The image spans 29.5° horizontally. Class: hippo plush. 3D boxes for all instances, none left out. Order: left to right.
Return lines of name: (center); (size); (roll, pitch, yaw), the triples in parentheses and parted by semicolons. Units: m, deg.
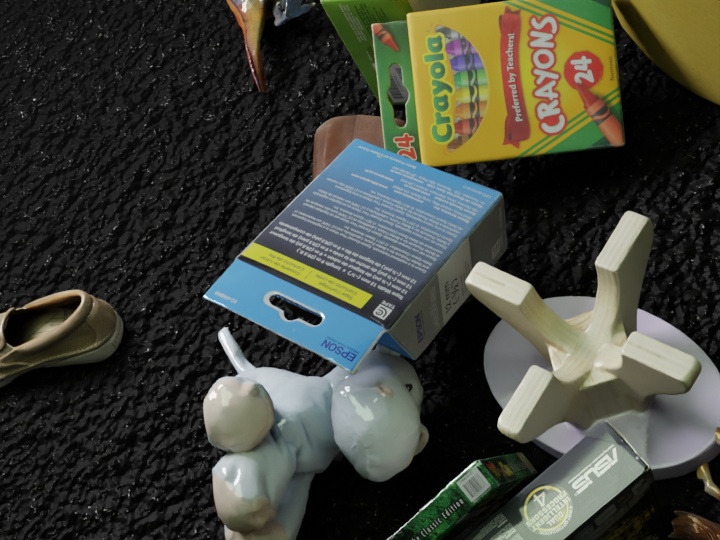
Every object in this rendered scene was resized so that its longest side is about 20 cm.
hippo plush: (-0.026, 0.133, 1.037); (0.158, 0.162, 0.200); (-8, 11, 0)

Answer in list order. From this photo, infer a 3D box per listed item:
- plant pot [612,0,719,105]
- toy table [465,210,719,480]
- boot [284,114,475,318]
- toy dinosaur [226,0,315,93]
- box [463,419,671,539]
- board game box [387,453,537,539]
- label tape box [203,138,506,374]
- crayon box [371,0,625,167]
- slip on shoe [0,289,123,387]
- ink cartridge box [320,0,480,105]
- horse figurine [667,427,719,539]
plant pot: (0.296, -0.255, 1.087); (0.199, 0.196, 0.195); (22, 69, 42)
toy table: (0.163, 0.062, 0.981); (0.198, 0.117, 0.186); (11, 64, 30)
boot: (0.030, -0.060, 1.169); (0.184, 0.065, 0.202); (-3, 53, 21)
toy dinosaur: (-0.130, -0.294, 1.386); (0.181, 0.104, 0.202); (15, 77, 55)
box: (0.108, 0.200, 0.885); (0.199, 0.162, 0.049); (-39, 57, -4)
board game box: (0.062, 0.163, 0.904); (0.104, 0.200, 0.024); (-40, 76, 6)
label tape box: (0.000, 0.000, 1.033); (0.142, 0.067, 0.200); (23, 55, 28)
crayon box: (0.111, -0.153, 1.121); (0.197, 0.051, 0.129); (-7, 94, 5)
slip on shoe: (-0.315, 0.061, 1.249); (0.197, 0.061, 0.077); (-9, 55, 20)
ink cartridge box: (0.051, -0.273, 1.240); (0.075, 0.148, 0.202); (2, 58, 28)
horse figurine: (0.298, 0.130, 0.897); (0.200, 0.050, 0.133); (-48, 48, 9)
